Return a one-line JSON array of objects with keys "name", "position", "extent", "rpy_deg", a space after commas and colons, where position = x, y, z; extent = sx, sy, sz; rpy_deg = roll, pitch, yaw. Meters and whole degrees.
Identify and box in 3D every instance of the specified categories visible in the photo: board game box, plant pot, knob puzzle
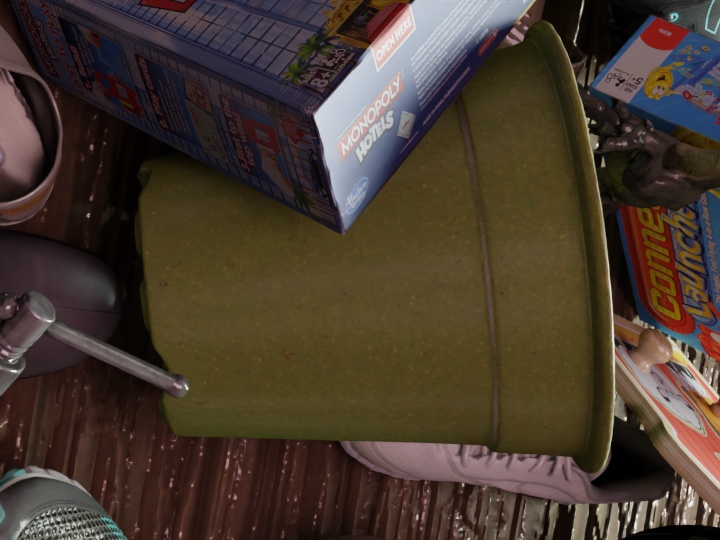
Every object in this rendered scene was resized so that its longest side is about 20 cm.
[{"name": "board game box", "position": [0.221, -0.011, 0.845], "extent": [0.056, 0.195, 0.201], "rpy_deg": [-46, 142, -20]}, {"name": "plant pot", "position": [0.000, 0.000, 0.744], "extent": [0.188, 0.200, 0.203], "rpy_deg": [-6, 99, -2]}, {"name": "knob puzzle", "position": [0.195, 0.093, 0.851], "extent": [0.030, 0.220, 0.219], "rpy_deg": [-43, 120, 14]}, {"name": "board game box", "position": [-0.042, -0.119, 0.717], "extent": [0.200, 0.198, 0.062], "rpy_deg": [-52, 142, -35]}]

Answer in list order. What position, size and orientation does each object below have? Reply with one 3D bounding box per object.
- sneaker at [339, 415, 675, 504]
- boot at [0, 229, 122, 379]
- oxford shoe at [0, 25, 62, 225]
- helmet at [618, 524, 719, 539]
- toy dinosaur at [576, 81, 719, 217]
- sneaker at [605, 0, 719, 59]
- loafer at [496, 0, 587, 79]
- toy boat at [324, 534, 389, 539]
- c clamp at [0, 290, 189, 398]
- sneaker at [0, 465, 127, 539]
[{"name": "sneaker", "position": [0.080, 0.084, 0.871], "extent": [0.198, 0.081, 0.076], "rpy_deg": [12, 90, -31]}, {"name": "boot", "position": [-0.168, 0.017, 0.673], "extent": [0.198, 0.131, 0.071], "rpy_deg": [3, 92, -33]}, {"name": "oxford shoe", "position": [-0.187, -0.104, 0.695], "extent": [0.075, 0.058, 0.201], "rpy_deg": [-41, 113, -20]}, {"name": "helmet", "position": [0.173, 0.235, 0.879], "extent": [0.197, 0.191, 0.203], "rpy_deg": [0, 89, -11]}, {"name": "toy dinosaur", "position": [0.133, -0.052, 0.778], "extent": [0.088, 0.199, 0.048], "rpy_deg": [33, 78, -24]}, {"name": "sneaker", "position": [0.166, -0.131, 0.883], "extent": [0.080, 0.075, 0.200], "rpy_deg": [-58, 146, 3]}, {"name": "loafer", "position": [0.071, -0.095, 0.854], "extent": [0.075, 0.067, 0.203], "rpy_deg": [5, 92, -33]}, {"name": "toy boat", "position": [0.010, 0.233, 0.810], "extent": [0.129, 0.130, 0.203], "rpy_deg": [-13, 102, -31]}, {"name": "c clamp", "position": [-0.189, 0.064, 0.604], "extent": [0.200, 0.027, 0.170], "rpy_deg": [-40, 126, 18]}, {"name": "sneaker", "position": [-0.098, 0.151, 0.719], "extent": [0.078, 0.091, 0.200], "rpy_deg": [-61, 146, -18]}]
